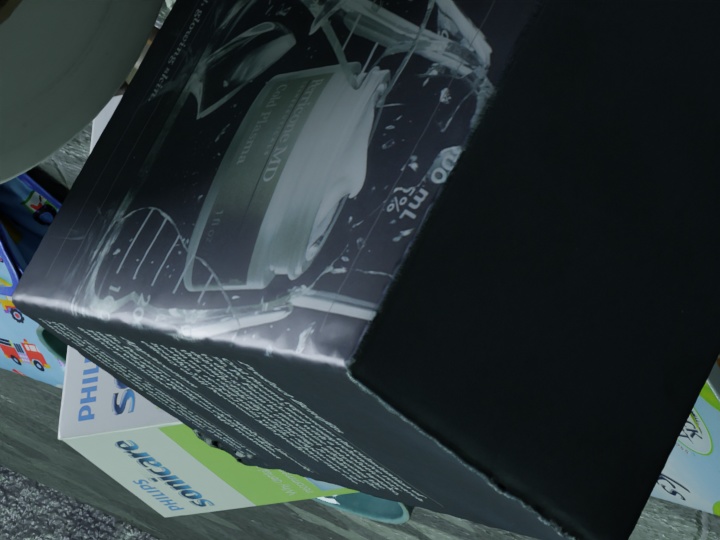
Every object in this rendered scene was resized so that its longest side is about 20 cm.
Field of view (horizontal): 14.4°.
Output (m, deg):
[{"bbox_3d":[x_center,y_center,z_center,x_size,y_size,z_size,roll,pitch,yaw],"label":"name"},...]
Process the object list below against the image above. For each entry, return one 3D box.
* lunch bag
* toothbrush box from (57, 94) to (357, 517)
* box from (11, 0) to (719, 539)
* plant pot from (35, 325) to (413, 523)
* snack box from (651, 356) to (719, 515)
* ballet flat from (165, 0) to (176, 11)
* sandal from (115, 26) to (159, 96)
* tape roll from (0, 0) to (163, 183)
[{"bbox_3d":[-0.232,-0.026,1.756,0.151,0.094,0.200,14,150,48],"label":"lunch bag"},{"bbox_3d":[0.000,0.000,1.048,0.200,0.146,0.086,-9,151,26],"label":"toothbrush box"},{"bbox_3d":[0.025,-0.036,0.886,0.124,0.200,0.197,37,164,-34],"label":"box"},{"bbox_3d":[-0.037,0.017,1.375,0.200,0.134,0.200,26,168,6],"label":"plant pot"},{"bbox_3d":[0.098,0.030,1.180,0.200,0.053,0.142,12,146,52],"label":"snack box"},{"bbox_3d":[-0.026,-0.088,1.130,0.072,0.072,0.200,20,164,28],"label":"ballet flat"},{"bbox_3d":[-0.116,-0.091,1.216,0.200,0.054,0.080,42,173,32],"label":"sandal"},{"bbox_3d":[-0.180,-0.123,0.957,0.203,0.203,0.139,34,166,-28],"label":"tape roll"}]
